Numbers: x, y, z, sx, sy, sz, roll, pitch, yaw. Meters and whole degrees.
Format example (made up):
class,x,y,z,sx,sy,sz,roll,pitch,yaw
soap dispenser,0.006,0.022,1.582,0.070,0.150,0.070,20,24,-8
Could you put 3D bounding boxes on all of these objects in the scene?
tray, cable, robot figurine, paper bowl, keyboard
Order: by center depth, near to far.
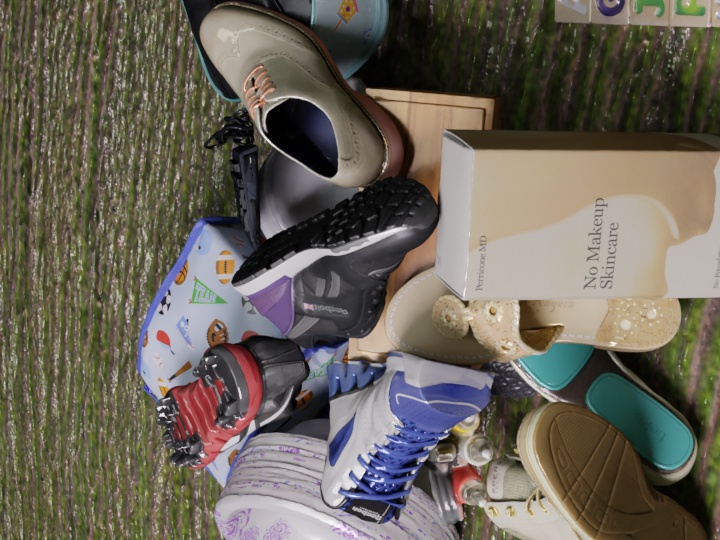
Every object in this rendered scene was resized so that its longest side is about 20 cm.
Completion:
class,x,y,z,sx,sy,sz,roll,pitch,yaw
tray,0.047,-0.030,1.127,0.097,0.037,0.203,6,101,15
cable,0.070,0.132,1.193,0.200,0.050,0.098,-108,12,-79
keyboard,-0.102,-0.073,1.199,0.200,0.039,0.105,-148,56,-81
robot figurine,-0.010,-0.071,1.236,0.199,0.112,0.172,-28,63,44
paper bowl,-0.013,0.199,1.262,0.199,0.105,0.201,19,151,11

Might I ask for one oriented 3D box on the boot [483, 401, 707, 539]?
class,x,y,z,sx,sy,sz,roll,pitch,yaw
boot,0.139,0.154,1.095,0.154,0.200,0.072,8,61,52

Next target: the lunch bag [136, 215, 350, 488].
class,x,y,z,sx,sy,sz,roll,pitch,yaw
lunch bag,-0.104,0.078,1.346,0.170,0.123,0.201,47,119,26

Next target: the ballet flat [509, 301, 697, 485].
class,x,y,z,sx,sy,sz,roll,pitch,yaw
ballet flat,0.162,0.079,1.117,0.200,0.069,0.070,48,129,10

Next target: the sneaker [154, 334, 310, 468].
class,x,y,z,sx,sy,sz,roll,pitch,yaw
sneaker,-0.101,0.105,1.232,0.071,0.097,0.200,64,148,12

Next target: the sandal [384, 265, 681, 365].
class,x,y,z,sx,sy,sz,roll,pitch,yaw
sandal,0.119,0.024,1.060,0.209,0.070,0.079,0,82,5

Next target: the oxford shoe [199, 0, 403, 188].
class,x,y,z,sx,sy,sz,roll,pitch,yaw
oxford shoe,-0.056,-0.132,1.104,0.200,0.074,0.071,40,117,25

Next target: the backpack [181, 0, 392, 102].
class,x,y,z,sx,sy,sz,roll,pitch,yaw
backpack,-0.060,-0.236,1.223,0.175,0.152,0.202,-29,67,43

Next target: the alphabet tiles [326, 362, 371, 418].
class,x,y,z,sx,sy,sz,roll,pitch,yaw
alphabet tiles,-0.048,0.092,1.383,0.165,0.006,0.203,11,106,43

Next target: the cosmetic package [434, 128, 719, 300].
class,x,y,z,sx,sy,sz,roll,pitch,yaw
cosmetic package,0.154,-0.038,1.018,0.071,0.198,0.106,-134,44,-70

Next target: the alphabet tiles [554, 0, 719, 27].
class,x,y,z,sx,sy,sz,roll,pitch,yaw
alphabet tiles,0.204,-0.272,1.059,0.166,0.008,0.203,10,106,43

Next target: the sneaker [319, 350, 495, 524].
class,x,y,z,sx,sy,sz,roll,pitch,yaw
sneaker,0.027,0.124,1.099,0.199,0.080,0.117,162,119,-66

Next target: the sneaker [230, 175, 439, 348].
class,x,y,z,sx,sy,sz,roll,pitch,yaw
sneaker,0.000,0.000,1.084,0.199,0.076,0.088,-21,115,49

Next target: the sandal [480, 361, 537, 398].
class,x,y,z,sx,sy,sz,roll,pitch,yaw
sandal,0.063,0.026,1.184,0.199,0.045,0.076,32,117,4
